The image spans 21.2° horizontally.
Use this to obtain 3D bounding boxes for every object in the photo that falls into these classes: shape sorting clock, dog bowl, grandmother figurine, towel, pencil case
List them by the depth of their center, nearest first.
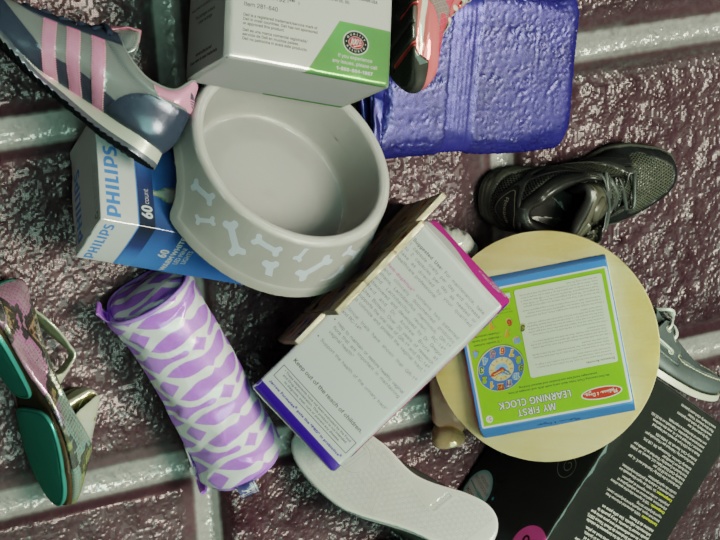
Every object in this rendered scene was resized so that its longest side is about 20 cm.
[{"bbox_3d":[-0.065,-0.079,1.534,0.198,0.202,0.059,10,143,-28],"label":"dog bowl"},{"bbox_3d":[-0.140,0.093,1.611,0.085,0.084,0.201,-22,114,7],"label":"pencil case"},{"bbox_3d":[0.091,-0.175,1.663,0.198,0.050,0.149,-3,109,-23],"label":"towel"},{"bbox_3d":[0.160,0.066,1.666,0.198,0.039,0.203,0,91,11],"label":"shape sorting clock"},{"bbox_3d":[0.089,0.053,1.721,0.120,0.060,0.202,-22,116,-28],"label":"grandmother figurine"}]

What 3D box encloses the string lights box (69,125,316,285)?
[{"bbox_3d":[-0.132,-0.051,1.553,0.198,0.104,0.059,10,144,-28],"label":"string lights box"}]

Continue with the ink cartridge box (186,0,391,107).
[{"bbox_3d":[-0.054,-0.244,1.513,0.143,0.084,0.202,7,79,-28],"label":"ink cartridge box"}]

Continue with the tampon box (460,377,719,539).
[{"bbox_3d":[0.212,0.182,1.763,0.126,0.150,0.201,33,89,-30],"label":"tampon box"}]

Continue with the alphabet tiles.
[{"bbox_3d":[0.000,0.000,1.588,0.008,0.200,0.167,45,83,-5],"label":"alphabet tiles"}]

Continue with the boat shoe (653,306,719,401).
[{"bbox_3d":[0.274,0.061,1.804,0.199,0.073,0.062,30,95,-24],"label":"boat shoe"}]

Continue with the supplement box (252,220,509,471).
[{"bbox_3d":[0.020,0.060,1.620,0.103,0.101,0.200,45,99,5],"label":"supplement box"}]

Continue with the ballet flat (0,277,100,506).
[{"bbox_3d":[-0.255,0.096,1.567,0.071,0.069,0.202,-37,118,-34],"label":"ballet flat"}]

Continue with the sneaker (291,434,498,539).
[{"bbox_3d":[0.024,0.205,1.727,0.198,0.099,0.071,26,73,1],"label":"sneaker"}]

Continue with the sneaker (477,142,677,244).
[{"bbox_3d":[0.216,-0.064,1.717,0.197,0.114,0.077,-8,110,-26],"label":"sneaker"}]

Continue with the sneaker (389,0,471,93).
[{"bbox_3d":[0.068,-0.238,1.571,0.086,0.074,0.202,11,69,-20],"label":"sneaker"}]

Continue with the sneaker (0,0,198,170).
[{"bbox_3d":[-0.214,-0.168,1.479,0.200,0.070,0.082,40,85,-5],"label":"sneaker"}]
